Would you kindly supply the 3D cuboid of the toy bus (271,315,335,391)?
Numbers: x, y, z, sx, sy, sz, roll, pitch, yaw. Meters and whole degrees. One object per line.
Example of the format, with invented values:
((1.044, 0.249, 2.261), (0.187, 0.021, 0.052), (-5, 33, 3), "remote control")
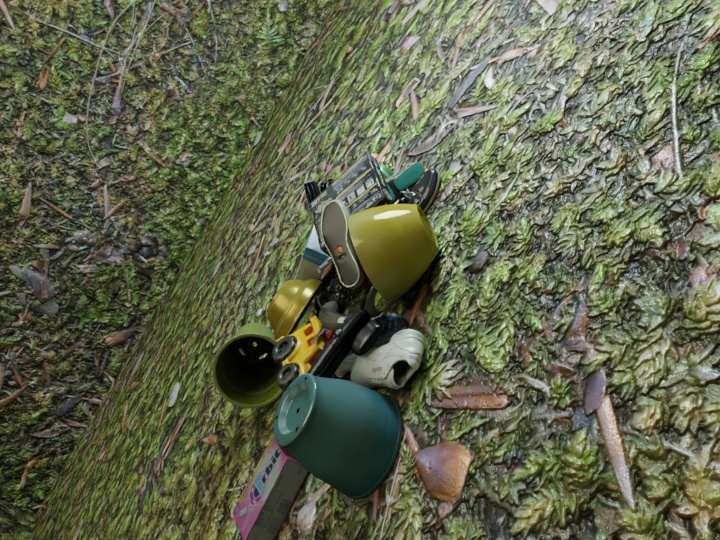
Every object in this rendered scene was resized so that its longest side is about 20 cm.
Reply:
((-0.086, 0.201, 1.410), (0.190, 0.136, 0.202), (-36, 33, 9), "toy bus")

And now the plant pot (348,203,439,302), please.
((0.082, -0.057, 1.314), (0.139, 0.201, 0.203), (-27, 36, 15), "plant pot")

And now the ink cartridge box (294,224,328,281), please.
((-0.126, -0.016, 1.658), (0.117, 0.066, 0.203), (-74, 6, -48), "ink cartridge box")

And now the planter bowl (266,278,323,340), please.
((-0.177, 0.087, 1.561), (0.203, 0.082, 0.200), (-57, 0, 0), "planter bowl")

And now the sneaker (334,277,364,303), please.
((0.000, 0.000, 1.502), (0.203, 0.070, 0.073), (-59, -11, -26), "sneaker")

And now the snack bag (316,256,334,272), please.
((-0.012, -0.076, 1.541), (0.188, 0.022, 0.200), (-43, 0, 20), "snack bag")

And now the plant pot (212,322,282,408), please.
((-0.287, 0.229, 1.681), (0.202, 0.198, 0.190), (-54, 15, 9), "plant pot")

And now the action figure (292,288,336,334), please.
((-0.111, 0.130, 1.578), (0.201, 0.069, 0.131), (-50, 21, 12), "action figure")

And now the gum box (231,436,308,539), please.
((-0.198, 0.485, 1.364), (0.204, 0.065, 0.113), (-62, 27, -4), "gum box")

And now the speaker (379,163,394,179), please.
((0.007, -0.178, 1.617), (0.201, 0.089, 0.088), (-51, 24, -18), "speaker")

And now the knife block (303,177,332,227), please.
((-0.100, -0.143, 1.712), (0.063, 0.173, 0.205), (-10, 54, 57), "knife block")

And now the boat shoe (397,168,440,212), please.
((0.116, -0.157, 1.465), (0.203, 0.062, 0.072), (-59, 26, 2), "boat shoe")

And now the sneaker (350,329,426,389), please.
((0.044, 0.191, 1.216), (0.199, 0.074, 0.101), (-40, 26, 36), "sneaker")

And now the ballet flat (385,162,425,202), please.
((0.072, -0.195, 1.529), (0.198, 0.069, 0.072), (-36, -4, -13), "ballet flat")

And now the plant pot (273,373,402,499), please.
((-0.054, 0.290, 1.170), (0.200, 0.186, 0.203), (-41, 30, 31), "plant pot")

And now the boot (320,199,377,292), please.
((-0.012, -0.051, 1.376), (0.071, 0.143, 0.205), (-26, 72, 26), "boot")

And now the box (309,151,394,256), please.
((-0.026, -0.152, 1.454), (0.199, 0.049, 0.164), (-39, 47, 22), "box")

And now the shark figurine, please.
((-0.052, 0.085, 1.335), (0.128, 0.091, 0.212), (-40, 18, -29), "shark figurine")

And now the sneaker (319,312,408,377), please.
((0.016, 0.160, 1.317), (0.196, 0.088, 0.076), (-26, 27, 12), "sneaker")

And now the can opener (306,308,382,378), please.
((-0.045, 0.159, 1.239), (0.200, 0.064, 0.078), (-45, 27, -4), "can opener")
